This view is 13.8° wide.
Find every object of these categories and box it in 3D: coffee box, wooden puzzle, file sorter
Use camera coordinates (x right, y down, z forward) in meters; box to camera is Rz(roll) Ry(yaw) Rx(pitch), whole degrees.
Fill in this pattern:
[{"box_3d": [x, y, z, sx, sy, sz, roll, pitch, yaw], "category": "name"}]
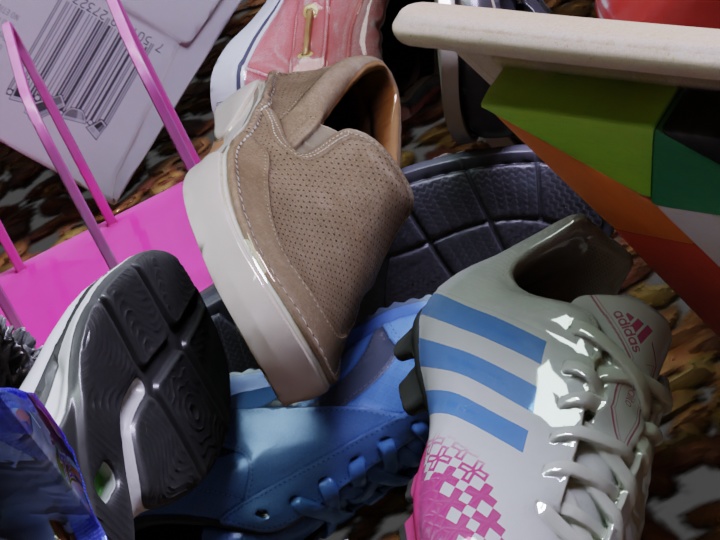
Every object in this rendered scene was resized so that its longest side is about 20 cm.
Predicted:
[{"box_3d": [-0.171, -0.181, 1.429, 0.200, 0.199, 0.198, -58, 25, 2], "category": "coffee box"}, {"box_3d": [0.122, -0.014, 0.882, 0.185, 0.200, 0.037, 13, 70, 57], "category": "wooden puzzle"}, {"box_3d": [-0.160, -0.019, 1.255, 0.200, 0.126, 0.139, -27, 23, -1], "category": "file sorter"}]

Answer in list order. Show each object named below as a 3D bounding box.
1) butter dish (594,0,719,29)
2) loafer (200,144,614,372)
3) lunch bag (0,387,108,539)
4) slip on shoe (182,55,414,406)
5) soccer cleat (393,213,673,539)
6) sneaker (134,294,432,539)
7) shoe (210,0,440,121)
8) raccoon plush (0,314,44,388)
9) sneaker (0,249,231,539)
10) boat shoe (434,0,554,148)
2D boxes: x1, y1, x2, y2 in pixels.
[{"box_3d": [0.145, -0.069, 1.008, 0.148, 0.200, 0.200, -44, 15, 23], "category": "butter dish"}, {"box_3d": [0.000, 0.000, 1.120, 0.200, 0.072, 0.063, -26, 18, 9], "category": "loafer"}, {"box_3d": [-0.151, 0.123, 0.772, 0.170, 0.124, 0.200, -28, 27, 12], "category": "lunch bag"}, {"box_3d": [-0.014, -0.021, 1.005, 0.060, 0.076, 0.200, -25, 17, 10], "category": "slip on shoe"}, {"box_3d": [0.058, 0.054, 0.892, 0.086, 0.070, 0.200, -38, 31, 19], "category": "soccer cleat"}, {"box_3d": [-0.012, 0.066, 1.014, 0.200, 0.066, 0.079, -17, 50, 10], "category": "sneaker"}, {"box_3d": [0.007, -0.125, 1.379, 0.091, 0.072, 0.200, -10, 33, 30], "category": "shoe"}, {"box_3d": [-0.171, 0.037, 1.071, 0.134, 0.201, 0.097, 14, 31, 30], "category": "raccoon plush"}, {"box_3d": [-0.119, 0.067, 0.949, 0.115, 0.076, 0.201, -17, 25, 26], "category": "sneaker"}, {"box_3d": [0.070, -0.080, 1.127, 0.063, 0.073, 0.200, -3, -8, 13], "category": "boat shoe"}]
